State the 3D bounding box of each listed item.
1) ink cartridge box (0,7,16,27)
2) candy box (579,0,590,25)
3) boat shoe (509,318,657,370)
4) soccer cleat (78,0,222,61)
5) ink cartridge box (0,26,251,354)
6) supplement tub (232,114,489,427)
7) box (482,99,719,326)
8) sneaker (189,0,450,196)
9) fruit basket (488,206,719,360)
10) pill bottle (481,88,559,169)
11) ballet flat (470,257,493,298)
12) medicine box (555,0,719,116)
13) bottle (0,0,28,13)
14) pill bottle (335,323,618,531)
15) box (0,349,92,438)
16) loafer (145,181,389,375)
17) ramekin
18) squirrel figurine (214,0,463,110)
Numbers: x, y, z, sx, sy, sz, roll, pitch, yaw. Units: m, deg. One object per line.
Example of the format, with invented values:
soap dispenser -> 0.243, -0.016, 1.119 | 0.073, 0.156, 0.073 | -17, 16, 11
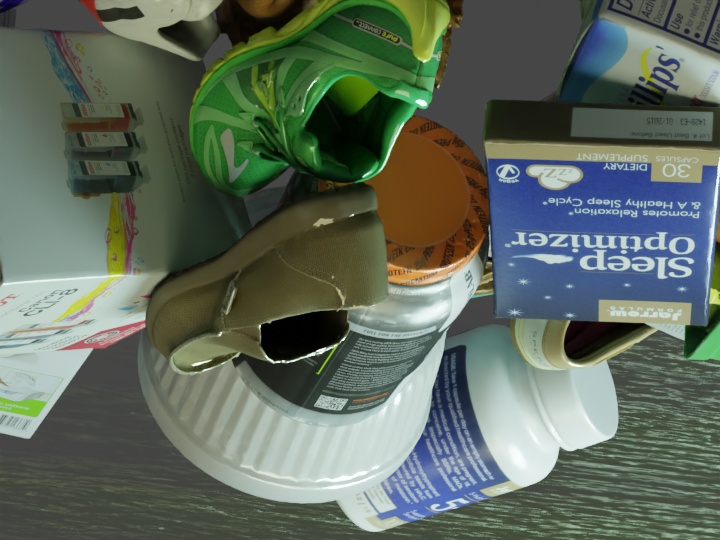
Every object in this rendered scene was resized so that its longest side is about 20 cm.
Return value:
ink cartridge box -> -0.297, -0.174, 1.236 | 0.144, 0.084, 0.200 | -13, 143, 15
candy box -> 0.221, -0.167, 1.274 | 0.198, 0.103, 0.026 | -7, -176, 6
boat shoe -> 0.192, 0.003, 1.458 | 0.199, 0.066, 0.074 | -38, 111, -11
soccer cleat -> -0.104, -0.170, 1.147 | 0.085, 0.069, 0.200 | 31, 159, 7
ink cartridge box -> -0.184, -0.040, 1.234 | 0.145, 0.146, 0.199 | -24, 166, 38
supplement tub -> 0.000, 0.000, 1.294 | 0.121, 0.124, 0.200 | 8, 153, -14
box -> 0.129, -0.018, 1.200 | 0.120, 0.033, 0.201 | 2, 149, 7
sneaker -> -0.029, -0.080, 1.157 | 0.074, 0.084, 0.200 | 17, 150, -28
fruit basket -> 0.188, -0.035, 1.293 | 0.199, 0.094, 0.186 | 26, 136, -6
pill bottle -> 0.163, -0.073, 1.387 | 0.111, 0.112, 0.199 | 28, 135, -36
ballet flat -> 0.123, -0.022, 1.511 | 0.198, 0.068, 0.073 | -2, 126, 6
medicine box -> 0.227, -0.143, 1.172 | 0.198, 0.183, 0.103 | 22, 155, 2
bottle -> -0.194, -0.172, 1.178 | 0.083, 0.065, 0.200 | -41, 173, 24
pill bottle -> 0.077, 0.106, 1.626 | 0.199, 0.121, 0.120 | -20, 142, 23
box -> -0.280, 0.014, 1.494 | 0.198, 0.097, 0.177 | 14, 141, -22
loafer -> -0.051, 0.020, 1.186 | 0.076, 0.068, 0.200 | -11, 165, -33
ramekin -> -0.038, 0.039, 1.458 | 0.198, 0.201, 0.105 | 8, 140, -14
squirrel figurine -> 0.016, -0.182, 1.223 | 0.185, 0.142, 0.201 | -6, 144, -16
